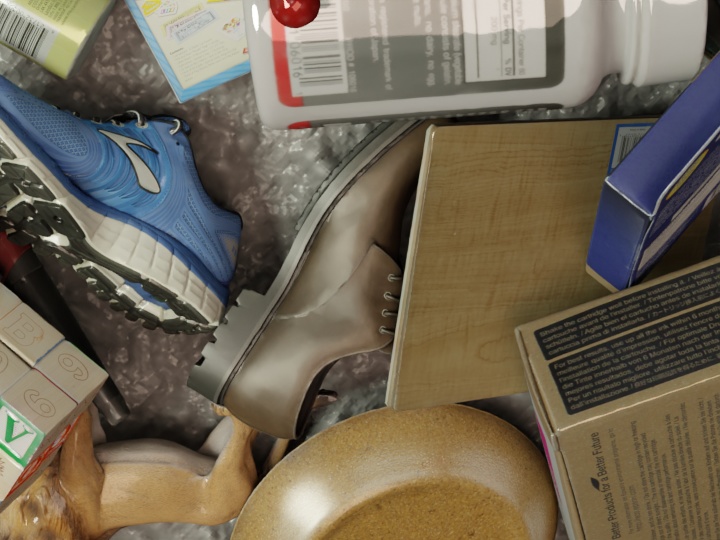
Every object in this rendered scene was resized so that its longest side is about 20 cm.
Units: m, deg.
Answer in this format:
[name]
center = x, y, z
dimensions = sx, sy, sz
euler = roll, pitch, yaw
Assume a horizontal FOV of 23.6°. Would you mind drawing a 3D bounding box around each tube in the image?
[tube]
center = -0.215, -0.166, 0.834
dimensions = 0.200, 0.052, 0.058
euler = 30, 64, -7

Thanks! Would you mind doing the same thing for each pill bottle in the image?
[pill bottle]
center = 0.050, -0.127, 0.785
dimensions = 0.200, 0.114, 0.114
euler = -4, 114, 1

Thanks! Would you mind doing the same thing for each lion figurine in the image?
[lion figurine]
center = -0.116, 0.113, 0.949
dimensions = 0.200, 0.072, 0.123
euler = 2, 116, -9

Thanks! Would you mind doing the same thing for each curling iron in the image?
[curling iron]
center = -0.184, -0.001, 0.880
dimensions = 0.026, 0.050, 0.200
euler = -32, 97, 39

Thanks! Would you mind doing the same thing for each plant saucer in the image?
[plant saucer]
center = 0.025, 0.168, 0.982
dimensions = 0.200, 0.035, 0.200
euler = -8, 122, -13

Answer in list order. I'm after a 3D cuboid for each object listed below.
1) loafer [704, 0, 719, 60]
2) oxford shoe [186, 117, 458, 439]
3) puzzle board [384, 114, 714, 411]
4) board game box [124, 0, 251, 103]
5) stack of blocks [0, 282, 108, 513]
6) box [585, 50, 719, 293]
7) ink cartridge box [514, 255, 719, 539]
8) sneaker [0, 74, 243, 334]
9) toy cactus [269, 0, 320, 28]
[loafer]
center = 0.170, -0.156, 0.874
dimensions = 0.200, 0.063, 0.072
euler = 40, 64, -21
[oxford shoe]
center = 0.000, 0.000, 0.893
dimensions = 0.084, 0.073, 0.200
euler = 34, 97, 8
[puzzle board]
center = 0.105, -0.008, 0.903
dimensions = 0.200, 0.017, 0.151
euler = -6, 113, -34
[board game box]
center = -0.030, -0.184, 0.840
dimensions = 0.200, 0.034, 0.134
euler = -23, 113, 10
[stack of blocks]
center = -0.225, 0.019, 0.847
dimensions = 0.200, 0.059, 0.115
euler = 40, 128, 3
[box]
center = 0.160, -0.060, 0.814
dimensions = 0.032, 0.200, 0.121
euler = 41, 82, 11
[ink cartridge box]
center = 0.180, 0.084, 0.917
dimensions = 0.165, 0.075, 0.200
euler = -18, 142, 1
[sneaker]
center = -0.137, -0.050, 0.870
dimensions = 0.079, 0.089, 0.200
euler = -8, 142, 44
[toy cactus]
center = -0.015, -0.205, 0.688
dimensions = 0.165, 0.102, 0.200
euler = 49, 60, -19
